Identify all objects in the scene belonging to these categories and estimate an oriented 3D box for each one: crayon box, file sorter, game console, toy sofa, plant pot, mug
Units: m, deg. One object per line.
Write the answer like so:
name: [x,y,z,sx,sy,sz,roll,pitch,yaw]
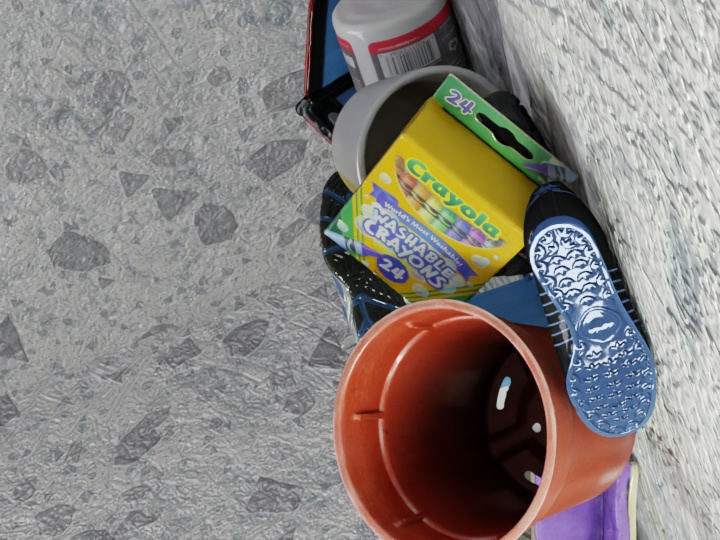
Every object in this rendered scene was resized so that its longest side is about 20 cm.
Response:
crayon box: [0.065,-0.049,1.327,0.126,0.052,0.200,39,145,-1]
file sorter: [0.115,0.017,1.640,0.200,0.138,0.123,-115,7,-69]
game console: [0.030,-0.209,1.730,0.172,0.119,0.200,44,-142,5]
toy sofa: [0.203,0.260,1.581,0.098,0.082,0.201,-178,88,-82]
plant pot: [0.115,0.122,1.371,0.195,0.200,0.202,1,-117,-55]
mug: [0.037,-0.091,1.501,0.149,0.187,0.153,27,180,-21]

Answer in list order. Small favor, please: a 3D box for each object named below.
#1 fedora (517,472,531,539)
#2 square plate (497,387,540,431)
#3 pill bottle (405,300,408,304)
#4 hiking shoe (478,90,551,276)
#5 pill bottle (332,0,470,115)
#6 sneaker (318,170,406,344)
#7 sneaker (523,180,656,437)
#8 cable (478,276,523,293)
fedora: [0.200,0.244,1.809,0.177,0.091,0.200,35,169,-18]
square plate: [0.161,0.141,1.784,0.199,0.029,0.198,26,162,12]
pill bottle: [0.044,-0.004,1.919,0.200,0.113,0.114,103,146,-79]
hiking shoe: [0.109,-0.056,1.383,0.200,0.100,0.076,70,178,-47]
pill bottle: [0.053,-0.172,1.628,0.111,0.110,0.201,-114,3,-58]
sneaker: [0.000,0.000,1.663,0.077,0.075,0.201,-170,68,-81]
sneaker: [0.168,0.027,1.254,0.078,0.070,0.201,-87,-20,-57]
cable: [0.164,0.068,1.894,0.200,0.069,0.201,-115,4,-57]
